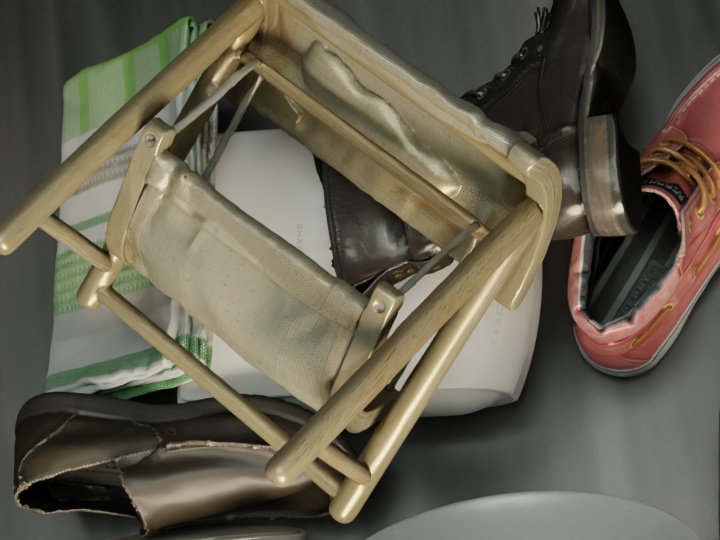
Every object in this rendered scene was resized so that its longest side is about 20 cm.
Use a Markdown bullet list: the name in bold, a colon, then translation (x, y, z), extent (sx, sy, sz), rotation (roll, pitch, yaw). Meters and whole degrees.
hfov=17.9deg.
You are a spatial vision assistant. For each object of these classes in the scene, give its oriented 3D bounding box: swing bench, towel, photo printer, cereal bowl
- **swing bench**: translation (-0.032, -0.022, 1.114), extent (0.199, 0.130, 0.200), rotation (38, 88, 20)
- **towel**: translation (-0.132, -0.028, 1.265), extent (0.149, 0.031, 0.202), rotation (-18, 67, 47)
- **photo printer**: translation (0.000, 0.000, 1.253), extent (0.198, 0.069, 0.168), rotation (-3, 75, 11)
- **cereal bowl**: translation (0.080, 0.189, 1.140), extent (0.199, 0.200, 0.084), rotation (-7, 108, 9)

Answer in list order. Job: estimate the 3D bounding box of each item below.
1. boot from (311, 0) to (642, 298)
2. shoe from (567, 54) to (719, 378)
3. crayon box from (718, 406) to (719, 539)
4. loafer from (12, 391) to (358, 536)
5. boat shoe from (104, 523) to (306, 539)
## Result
- **boot**: translation (0.055, -0.083, 1.196), extent (0.173, 0.069, 0.201), rotation (-10, 59, 19)
- **shoe**: translation (0.173, -0.040, 1.218), extent (0.071, 0.091, 0.201), rotation (27, 82, 16)
- **crayon box**: translation (0.282, 0.158, 1.158), extent (0.198, 0.058, 0.174), rotation (-1, 78, 11)
- **loafer**: translation (-0.097, 0.114, 1.218), extent (0.198, 0.073, 0.072), rotation (1, 46, 18)
- **boat shoe**: translation (-0.123, 0.173, 1.238), extent (0.198, 0.067, 0.057), rotation (-6, 90, 11)
